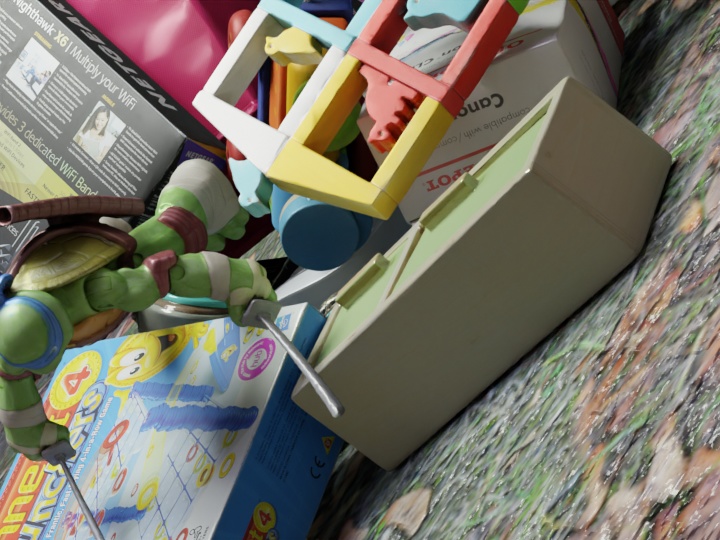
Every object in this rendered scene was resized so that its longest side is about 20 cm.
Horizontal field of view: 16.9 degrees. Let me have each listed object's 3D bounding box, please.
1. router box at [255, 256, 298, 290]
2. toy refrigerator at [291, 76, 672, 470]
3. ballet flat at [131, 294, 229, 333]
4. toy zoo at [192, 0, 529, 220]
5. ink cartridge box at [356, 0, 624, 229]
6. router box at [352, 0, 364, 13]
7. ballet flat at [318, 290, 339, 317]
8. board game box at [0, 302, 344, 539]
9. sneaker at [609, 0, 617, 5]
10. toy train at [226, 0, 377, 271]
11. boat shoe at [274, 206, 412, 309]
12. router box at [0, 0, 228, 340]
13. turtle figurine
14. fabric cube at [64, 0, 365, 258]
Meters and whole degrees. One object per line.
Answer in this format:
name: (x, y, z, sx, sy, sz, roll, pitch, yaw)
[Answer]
router box: (-0.082, 0.070, 1.529, 0.150, 0.062, 0.200, -54, 10, -9)
toy refrigerator: (0.051, 0.003, 1.127, 0.200, 0.070, 0.076, -45, 13, 42)
ballet flat: (-0.103, 0.033, 1.437, 0.200, 0.067, 0.064, -130, 49, -79)
toy zoo: (0.001, -0.111, 1.218, 0.200, 0.131, 0.020, -57, -34, -5)
ink cartridge box: (0.069, -0.093, 1.262, 0.116, 0.068, 0.200, -22, 21, 18)
router box: (0.031, -0.212, 1.462, 0.150, 0.051, 0.200, -61, 4, -2)
ballet flat: (-0.043, 0.089, 1.322, 0.200, 0.068, 0.075, -47, -11, 5)
board game box: (-0.108, 0.123, 1.234, 0.195, 0.056, 0.201, -11, 47, 44)
sneaker: (0.110, -0.184, 1.411, 0.200, 0.082, 0.074, -43, 17, 5)
toy train: (-0.024, -0.108, 1.290, 0.116, 0.084, 0.201, -105, 16, -59)
boat shoe: (0.000, 0.000, 1.371, 0.200, 0.070, 0.066, -48, 12, 20)
router box: (-0.192, -0.066, 1.415, 0.158, 0.200, 0.052, -54, -28, 12)
turtle figurine: (-0.107, 0.037, 1.203, 0.144, 0.199, 0.194, -62, 1, 26)
fabric cube: (-0.140, -0.115, 1.542, 0.200, 0.200, 0.196, -37, -16, 17)
